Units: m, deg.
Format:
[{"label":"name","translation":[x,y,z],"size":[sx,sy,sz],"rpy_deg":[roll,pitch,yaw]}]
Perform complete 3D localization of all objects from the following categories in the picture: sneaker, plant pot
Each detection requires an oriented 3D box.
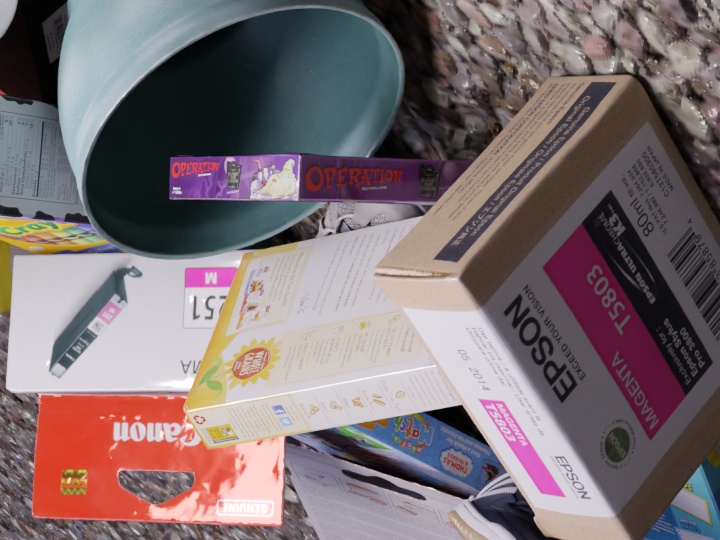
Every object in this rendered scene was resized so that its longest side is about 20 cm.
[{"label":"sneaker","translation":[0.000,0.000,1.560],"size":[0.075,0.082,0.200],"rpy_deg":[35,153,15]},{"label":"sneaker","translation":[0.112,0.139,1.433],"size":[0.070,0.108,0.200],"rpy_deg":[56,178,-2]},{"label":"plant pot","translation":[-0.091,-0.123,1.412],"size":[0.201,0.199,0.135],"rpy_deg":[87,158,-55]}]

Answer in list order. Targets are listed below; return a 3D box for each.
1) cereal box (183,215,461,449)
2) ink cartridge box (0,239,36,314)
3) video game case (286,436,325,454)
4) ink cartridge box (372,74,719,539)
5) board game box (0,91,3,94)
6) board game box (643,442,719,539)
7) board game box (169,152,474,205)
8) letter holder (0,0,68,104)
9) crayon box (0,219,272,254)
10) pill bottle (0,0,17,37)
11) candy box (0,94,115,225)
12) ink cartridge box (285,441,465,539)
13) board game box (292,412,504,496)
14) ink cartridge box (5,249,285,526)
[{"label":"cereal box","translation":[0.005,0.030,1.445],"size":[0.199,0.144,0.040],"rpy_deg":[-10,127,26]},{"label":"ink cartridge box","translation":[-0.289,-0.029,1.714],"size":[0.144,0.200,0.084],"rpy_deg":[19,119,31]},{"label":"video game case","translation":[-0.073,0.069,1.842],"size":[0.181,0.023,0.201],"rpy_deg":[31,151,25]},{"label":"ink cartridge box","translation":[0.124,0.022,1.320],"size":[0.075,0.165,0.201],"rpy_deg":[4,135,51]},{"label":"board game box","translation":[-0.205,-0.085,1.773],"size":[0.200,0.019,0.103],"rpy_deg":[38,139,12]},{"label":"board game box","translation":[0.181,0.124,1.530],"size":[0.150,0.047,0.201],"rpy_deg":[19,145,42]},{"label":"board game box","translation":[0.007,-0.050,1.374],"size":[0.120,0.199,0.033],"rpy_deg":[9,96,49]},{"label":"letter holder","translation":[-0.223,-0.216,1.535],"size":[0.142,0.101,0.201],"rpy_deg":[34,153,23]},{"label":"crayon box","translation":[-0.170,-0.041,1.636],"size":[0.125,0.052,0.199],"rpy_deg":[-10,156,41]},{"label":"pill bottle","translation":[-0.281,-0.164,1.455],"size":[0.199,0.111,0.111],"rpy_deg":[6,136,57]},{"label":"candy box","translation":[-0.251,-0.069,1.454],"size":[0.167,0.072,0.200],"rpy_deg":[5,180,28]},{"label":"ink cartridge box","translation":[0.034,0.159,1.711],"size":[0.160,0.050,0.200],"rpy_deg":[16,156,17]},{"label":"board game box","translation":[-0.008,0.104,1.690],"size":[0.199,0.037,0.151],"rpy_deg":[28,167,-38]},{"label":"ink cartridge box","translation":[-0.141,0.077,1.609],"size":[0.199,0.175,0.043],"rpy_deg":[-1,172,26]}]
